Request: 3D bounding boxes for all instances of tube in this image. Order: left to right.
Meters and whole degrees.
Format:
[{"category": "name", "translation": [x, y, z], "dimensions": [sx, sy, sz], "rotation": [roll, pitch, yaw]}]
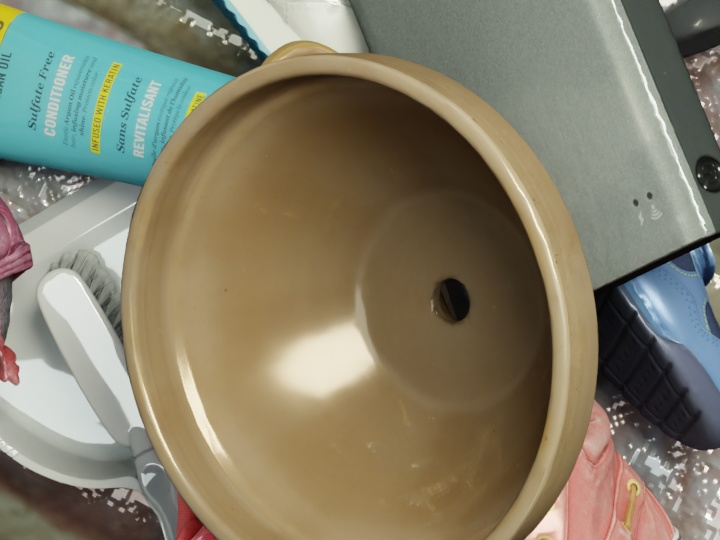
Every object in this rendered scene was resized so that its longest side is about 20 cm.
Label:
[{"category": "tube", "translation": [-0.121, -0.073, 1.097], "dimensions": [0.199, 0.050, 0.078], "rotation": [15, 86, 22]}]

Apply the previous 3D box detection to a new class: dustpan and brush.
[{"category": "dustpan and brush", "translation": [-0.098, 0.062, 1.088], "dimensions": [0.139, 0.057, 0.201], "rotation": [-30, 86, 7]}]

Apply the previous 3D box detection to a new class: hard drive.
[{"category": "hard drive", "translation": [0.060, -0.087, 0.980], "dimensions": [0.139, 0.033, 0.201], "rotation": [-29, 81, 52]}]

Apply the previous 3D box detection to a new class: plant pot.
[{"category": "plant pot", "translation": [0.013, 0.018, 0.957], "dimensions": [0.200, 0.092, 0.203], "rotation": [5, 100, 33]}]

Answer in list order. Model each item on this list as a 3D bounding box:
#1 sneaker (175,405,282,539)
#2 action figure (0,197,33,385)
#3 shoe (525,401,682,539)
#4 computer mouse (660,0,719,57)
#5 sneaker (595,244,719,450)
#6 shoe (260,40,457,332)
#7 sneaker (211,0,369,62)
[{"category": "sneaker", "translation": [-0.037, 0.128, 1.019], "dimensions": [0.074, 0.086, 0.202], "rotation": [-34, 69, 44]}, {"category": "action figure", "translation": [-0.190, -0.042, 1.075], "dimensions": [0.149, 0.134, 0.201], "rotation": [-34, 96, -31]}, {"category": "shoe", "translation": [0.061, 0.133, 1.001], "dimensions": [0.071, 0.200, 0.091], "rotation": [-19, 107, 39]}, {"category": "computer mouse", "translation": [0.178, -0.147, 1.032], "dimensions": [0.199, 0.034, 0.059], "rotation": [-31, 60, -5]}, {"category": "sneaker", "translation": [0.113, -0.023, 1.045], "dimensions": [0.082, 0.074, 0.201], "rotation": [-25, 80, -18]}, {"category": "shoe", "translation": [0.000, 0.000, 1.054], "dimensions": [0.070, 0.053, 0.201], "rotation": [-29, 105, -23]}, {"category": "sneaker", "translation": [-0.048, -0.160, 1.081], "dimensions": [0.081, 0.077, 0.200], "rotation": [-40, 92, -1]}]
